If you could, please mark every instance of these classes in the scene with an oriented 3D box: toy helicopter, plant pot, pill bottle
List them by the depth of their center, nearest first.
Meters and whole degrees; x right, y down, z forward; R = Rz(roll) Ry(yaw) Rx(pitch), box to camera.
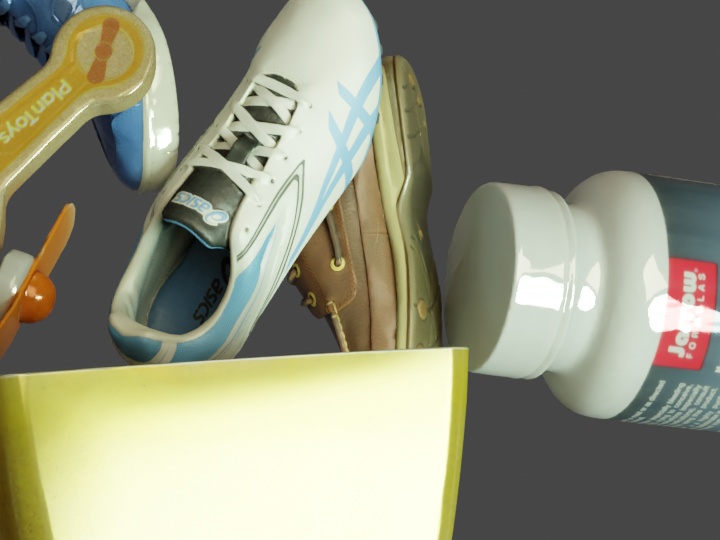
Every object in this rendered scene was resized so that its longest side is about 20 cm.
[{"bbox_3d":[-0.074,0.131,1.082,0.199,0.200,0.177,-3,85,-22],"label":"plant pot"},{"bbox_3d":[-0.161,-0.035,1.120,0.200,0.079,0.132,-43,75,-12],"label":"toy helicopter"},{"bbox_3d":[0.148,0.015,1.241,0.199,0.120,0.120,7,70,-19],"label":"pill bottle"}]

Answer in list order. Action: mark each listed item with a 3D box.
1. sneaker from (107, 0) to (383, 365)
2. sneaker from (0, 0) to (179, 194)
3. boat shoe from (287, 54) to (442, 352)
[{"bbox_3d":[-0.050,-0.041,1.173,0.072,0.072,0.201,26,86,18],"label":"sneaker"},{"bbox_3d":[-0.159,-0.121,1.191,0.111,0.077,0.201,-15,84,-21],"label":"sneaker"},{"bbox_3d":[0.000,0.000,1.224,0.067,0.072,0.201,-7,77,12],"label":"boat shoe"}]
